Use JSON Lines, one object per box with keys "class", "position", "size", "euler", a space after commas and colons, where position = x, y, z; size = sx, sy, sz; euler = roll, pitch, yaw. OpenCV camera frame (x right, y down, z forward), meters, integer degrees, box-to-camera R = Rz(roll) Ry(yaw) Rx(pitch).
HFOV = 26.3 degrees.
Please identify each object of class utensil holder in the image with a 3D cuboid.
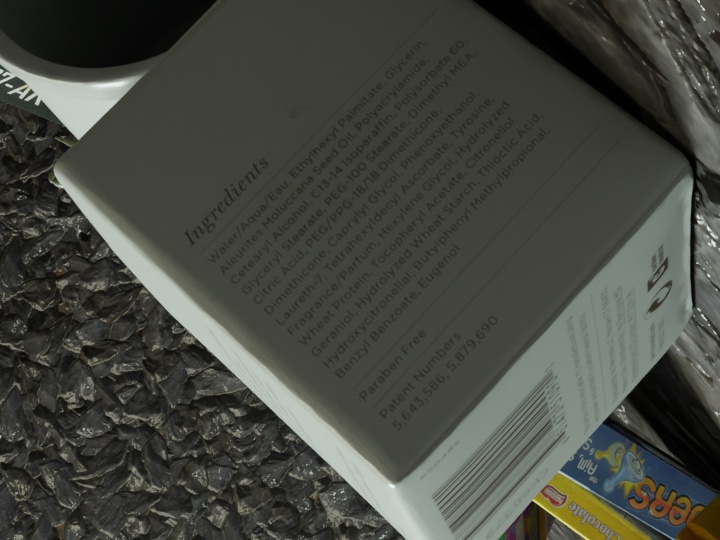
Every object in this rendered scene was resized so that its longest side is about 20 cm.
{"class": "utensil holder", "position": [-0.085, -0.123, 0.770], "size": [0.170, 0.170, 0.200], "euler": [47, 175, 24]}

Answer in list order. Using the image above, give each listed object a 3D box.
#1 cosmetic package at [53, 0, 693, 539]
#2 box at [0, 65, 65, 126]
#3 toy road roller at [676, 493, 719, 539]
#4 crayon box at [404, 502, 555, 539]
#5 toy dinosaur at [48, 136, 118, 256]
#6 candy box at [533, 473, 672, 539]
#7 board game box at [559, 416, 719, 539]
{"class": "cosmetic package", "position": [0.013, -0.009, 0.649], "size": [0.200, 0.165, 0.165], "euler": [41, 170, 23]}
{"class": "box", "position": [-0.196, -0.173, 0.914], "size": [0.199, 0.043, 0.162], "euler": [22, -129, -50]}
{"class": "toy road roller", "position": [0.170, 0.144, 0.593], "size": [0.123, 0.146, 0.200], "euler": [47, 173, 29]}
{"class": "crayon box", "position": [0.084, 0.153, 1.045], "size": [0.200, 0.058, 0.120], "euler": [-41, -52, -66]}
{"class": "toy dinosaur", "position": [-0.146, -0.040, 1.209], "size": [0.199, 0.077, 0.103], "euler": [31, -151, -35]}
{"class": "candy box", "position": [0.122, 0.129, 0.910], "size": [0.199, 0.027, 0.102], "euler": [36, -172, 14]}
{"class": "board game box", "position": [0.127, 0.096, 0.851], "size": [0.199, 0.035, 0.135], "euler": [32, -178, -23]}
